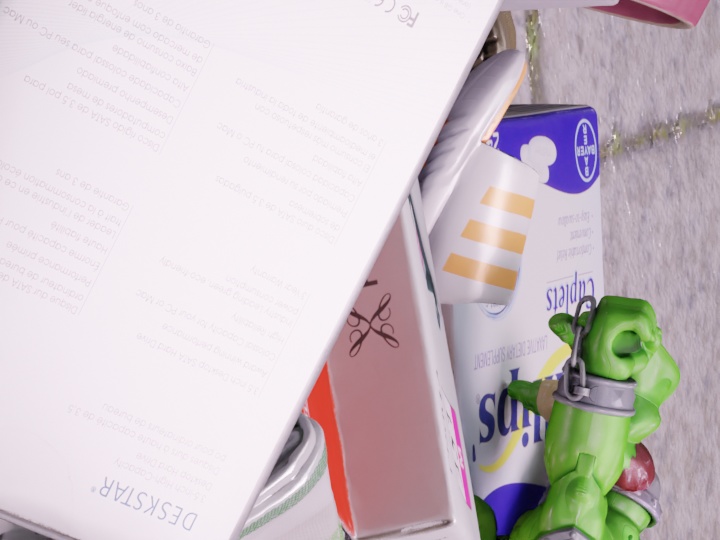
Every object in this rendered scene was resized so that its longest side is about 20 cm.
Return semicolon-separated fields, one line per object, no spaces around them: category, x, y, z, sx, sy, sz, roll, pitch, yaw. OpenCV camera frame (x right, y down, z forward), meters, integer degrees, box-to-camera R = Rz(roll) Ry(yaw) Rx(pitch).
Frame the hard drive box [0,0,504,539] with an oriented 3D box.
hard drive box;-0.070;-0.033;0.769;0.156;0.077;0.201;28;89;-40

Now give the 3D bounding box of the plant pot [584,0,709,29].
plant pot;0.135;-0.225;1.426;0.200;0.199;0.180;14;92;-64

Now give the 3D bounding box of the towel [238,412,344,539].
towel;-0.054;0.149;0.902;0.149;0.031;0.200;-35;141;-20

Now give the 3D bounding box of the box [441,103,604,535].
box;0.036;0.028;1.289;0.184;0.105;0.201;-12;101;-63

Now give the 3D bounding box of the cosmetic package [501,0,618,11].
cosmetic package;-0.002;-0.209;1.104;0.123;0.199;0.201;32;61;-60

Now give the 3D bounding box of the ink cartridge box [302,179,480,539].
ink cartridge box;0.000;0.000;1.008;0.174;0.043;0.201;66;14;-71

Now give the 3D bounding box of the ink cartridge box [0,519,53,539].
ink cartridge box;-0.119;0.092;0.910;0.147;0.083;0.201;7;103;-61

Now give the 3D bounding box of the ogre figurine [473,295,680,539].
ogre figurine;0.091;0.094;1.162;0.200;0.098;0.120;139;-31;-65

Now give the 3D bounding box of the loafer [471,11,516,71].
loafer;0.018;-0.166;1.275;0.067;0.076;0.201;2;72;-77

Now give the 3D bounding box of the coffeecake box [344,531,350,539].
coffeecake box;-0.004;0.172;1.110;0.200;0.073;0.154;-53;126;-76

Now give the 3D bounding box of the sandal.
sandal;0.028;0.009;1.148;0.207;0.059;0.079;-62;-172;4
